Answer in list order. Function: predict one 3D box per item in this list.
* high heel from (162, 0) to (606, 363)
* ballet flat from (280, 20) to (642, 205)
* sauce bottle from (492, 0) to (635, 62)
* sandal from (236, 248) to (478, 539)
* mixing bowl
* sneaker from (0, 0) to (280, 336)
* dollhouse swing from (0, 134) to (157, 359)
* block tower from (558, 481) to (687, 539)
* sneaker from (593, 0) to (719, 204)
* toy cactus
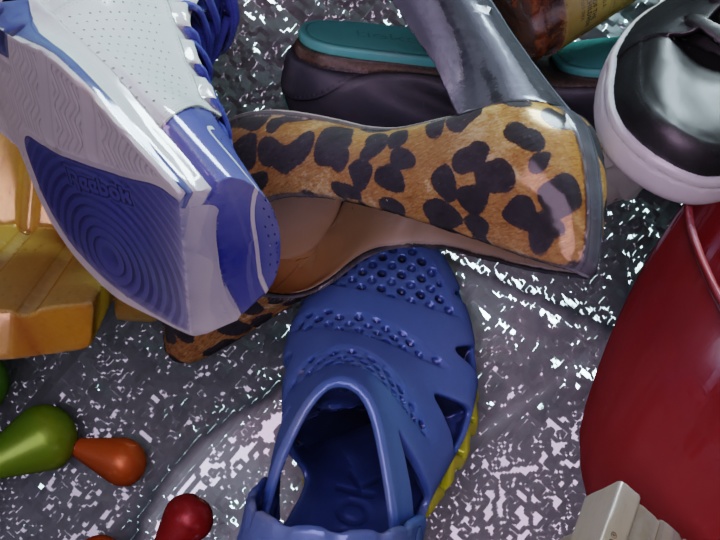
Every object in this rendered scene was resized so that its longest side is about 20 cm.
[{"bbox_3d":[0.000,0.000,0.744,0.200,0.071,0.143,-51,48,28],"label":"high heel"},{"bbox_3d":[0.069,-0.059,0.824,0.199,0.073,0.073,1,85,0],"label":"ballet flat"},{"bbox_3d":[0.117,-0.148,0.800,0.200,0.066,0.066,-35,82,-22],"label":"sauce bottle"},{"bbox_3d":[0.000,0.062,0.780,0.079,0.087,0.201,4,55,7],"label":"sandal"},{"bbox_3d":[0.150,0.074,0.753,0.200,0.200,0.108,49,115,8],"label":"mixing bowl"},{"bbox_3d":[-0.074,-0.078,0.724,0.115,0.081,0.199,-26,52,-28],"label":"sneaker"},{"bbox_3d":[-0.170,-0.057,0.776,0.199,0.176,0.183,3,85,-1],"label":"dollhouse swing"},{"bbox_3d":[0.129,0.152,0.682,0.200,0.058,0.054,40,46,-17],"label":"block tower"},{"bbox_3d":[0.153,-0.112,0.741,0.073,0.112,0.200,34,44,12],"label":"sneaker"},{"bbox_3d":[-0.170,0.110,0.823,0.199,0.102,0.166,23,97,-1],"label":"toy cactus"}]
